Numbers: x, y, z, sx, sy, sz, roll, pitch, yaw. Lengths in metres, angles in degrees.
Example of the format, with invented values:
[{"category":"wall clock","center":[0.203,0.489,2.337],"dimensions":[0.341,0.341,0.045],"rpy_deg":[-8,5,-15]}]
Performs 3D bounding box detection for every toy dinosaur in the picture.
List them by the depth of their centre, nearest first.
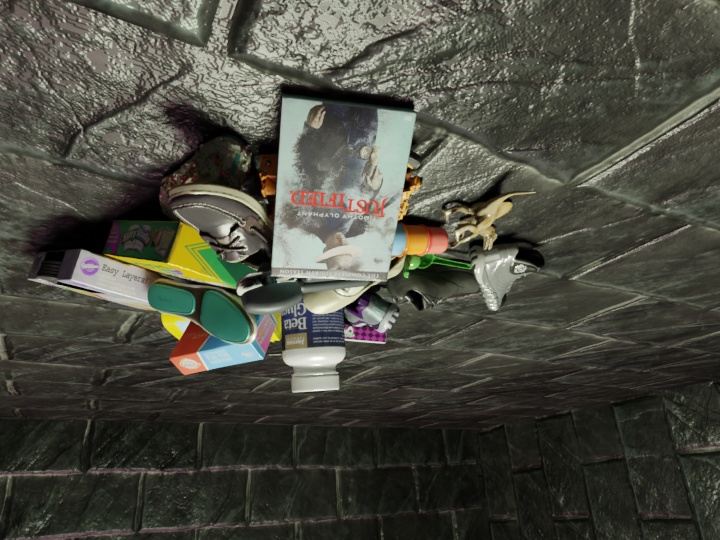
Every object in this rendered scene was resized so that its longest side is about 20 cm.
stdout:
[{"category":"toy dinosaur","center":[0.172,-0.079,0.724],"dimensions":[0.100,0.059,0.200],"rpy_deg":[-18,163,-3]}]

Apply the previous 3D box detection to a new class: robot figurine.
[{"category":"robot figurine","center":[-0.020,-0.099,0.629],"dimensions":[0.197,0.059,0.145],"rpy_deg":[-1,158,-4]}]

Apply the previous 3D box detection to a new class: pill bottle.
[{"category":"pill bottle","center":[-0.082,0.105,0.883],"dimensions":[0.110,0.203,0.111],"rpy_deg":[-4,167,-1]}]

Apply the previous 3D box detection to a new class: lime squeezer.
[{"category":"lime squeezer","center":[0.100,-0.010,0.815],"dimensions":[0.199,0.071,0.038],"rpy_deg":[-5,132,-52]}]

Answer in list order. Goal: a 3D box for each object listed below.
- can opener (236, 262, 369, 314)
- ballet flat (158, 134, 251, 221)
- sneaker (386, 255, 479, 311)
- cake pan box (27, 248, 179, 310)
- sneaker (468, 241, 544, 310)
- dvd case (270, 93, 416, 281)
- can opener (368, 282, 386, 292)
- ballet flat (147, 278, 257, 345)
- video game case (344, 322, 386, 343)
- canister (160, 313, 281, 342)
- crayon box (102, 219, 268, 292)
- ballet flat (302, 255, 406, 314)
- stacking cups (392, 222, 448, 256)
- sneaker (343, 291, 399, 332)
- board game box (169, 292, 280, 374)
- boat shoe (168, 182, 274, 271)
[{"category":"can opener","center":[-0.061,0.021,0.651],"dimensions":[0.198,0.067,0.053],"rpy_deg":[-4,152,-34]},{"category":"ballet flat","center":[-0.199,-0.092,0.619],"dimensions":[0.075,0.065,0.199],"rpy_deg":[20,148,-31]},{"category":"sneaker","center":[0.126,0.030,0.896],"dimensions":[0.198,0.092,0.076],"rpy_deg":[6,154,-23]},{"category":"cake pan box","center":[-0.390,0.018,0.800],"dimensions":[0.183,0.053,0.199],"rpy_deg":[-2,161,39]},{"category":"sneaker","center":[0.265,0.010,0.889],"dimensions":[0.114,0.076,0.200],"rpy_deg":[-15,152,19]},{"category":"dvd case","center":[-0.023,-0.083,0.567],"dimensions":[0.144,0.022,0.202],"rpy_deg":[3,117,-13]},{"category":"can opener","center":[-0.017,0.006,0.866],"dimensions":[0.052,0.067,0.199],"rpy_deg":[-17,157,32]},{"category":"ballet flat","center":[-0.213,0.050,0.727],"dimensions":[0.198,0.070,0.069],"rpy_deg":[15,164,24]},{"category":"video game case","center":[-0.071,0.126,1.084],"dimensions":[0.198,0.036,0.181],"rpy_deg":[8,173,-23]},{"category":"canister","center":[-0.259,0.084,0.978],"dimensions":[0.197,0.088,0.149],"rpy_deg":[-2,156,2]},{"category":"crayon box","center":[-0.232,-0.015,0.712],"dimensions":[0.199,0.059,0.172],"rpy_deg":[6,168,43]},{"category":"ballet flat","center":[0.000,0.000,0.768],"dimensions":[0.199,0.070,0.069],"rpy_deg":[-30,174,-37]},{"category":"stacking cups","center":[0.040,-0.041,0.739],"dimensions":[0.198,0.061,0.060],"rpy_deg":[1,157,-26]},{"category":"sneaker","center":[-0.003,0.059,0.953],"dimensions":[0.087,0.075,0.200],"rpy_deg":[34,167,-19]},{"category":"board game box","center":[-0.191,0.062,0.801],"dimensions":[0.151,0.201,0.041],"rpy_deg":[-15,126,23]},{"category":"boat shoe","center":[-0.141,-0.041,0.585],"dimensions":[0.071,0.066,0.200],"rpy_deg":[-5,165,16]}]
